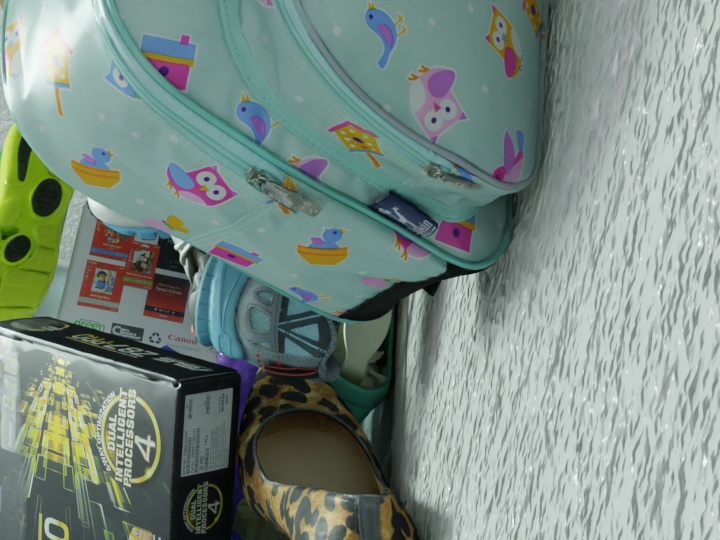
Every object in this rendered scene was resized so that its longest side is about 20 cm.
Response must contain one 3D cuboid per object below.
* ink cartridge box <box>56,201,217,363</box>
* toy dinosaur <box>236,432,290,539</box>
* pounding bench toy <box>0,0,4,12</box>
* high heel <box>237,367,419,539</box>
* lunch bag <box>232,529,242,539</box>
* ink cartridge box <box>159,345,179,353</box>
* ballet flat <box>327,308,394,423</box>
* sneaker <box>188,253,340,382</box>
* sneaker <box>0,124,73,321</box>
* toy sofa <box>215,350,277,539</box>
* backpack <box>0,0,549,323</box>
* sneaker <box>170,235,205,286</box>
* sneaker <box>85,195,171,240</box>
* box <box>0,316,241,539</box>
[{"bbox_3d":[-0.107,0.023,1.087,0.084,0.199,0.176,115,165,-60],"label":"ink cartridge box"},{"bbox_3d":[-0.034,0.105,0.857,0.060,0.106,0.200,127,160,-63],"label":"toy dinosaur"},{"bbox_3d":[-0.071,-0.123,0.788,0.156,0.124,0.200,-54,-13,-17],"label":"pounding bench toy"},{"bbox_3d":[-0.014,0.081,0.709,0.143,0.071,0.200,99,161,-48],"label":"high heel"},{"bbox_3d":[-0.096,0.235,0.907,0.161,0.082,0.200,58,155,24],"label":"lunch bag"},{"bbox_3d":[-0.159,0.147,0.919,0.200,0.044,0.094,-64,-14,24],"label":"ink cartridge box"},{"bbox_3d":[0.000,0.000,0.865,0.070,0.067,0.200,-34,40,46],"label":"ballet flat"},{"bbox_3d":[0.004,-0.024,0.778,0.200,0.095,0.079,-56,-20,-20],"label":"sneaker"},{"bbox_3d":[-0.244,-0.015,1.064,0.084,0.074,0.200,124,167,-51],"label":"sneaker"},{"bbox_3d":[-0.051,0.079,0.972,0.083,0.097,0.200,111,169,-60],"label":"toy sofa"},{"bbox_3d":[-0.028,-0.092,0.587,0.153,0.200,0.176,-33,43,52],"label":"backpack"},{"bbox_3d":[-0.088,-0.041,0.893,0.075,0.200,0.081,-29,19,39],"label":"sneaker"},{"bbox_3d":[-0.087,-0.083,0.956,0.087,0.200,0.075,52,-157,-61],"label":"sneaker"},{"bbox_3d":[-0.136,0.135,0.803,0.161,0.049,0.201,13,103,42],"label":"box"}]
